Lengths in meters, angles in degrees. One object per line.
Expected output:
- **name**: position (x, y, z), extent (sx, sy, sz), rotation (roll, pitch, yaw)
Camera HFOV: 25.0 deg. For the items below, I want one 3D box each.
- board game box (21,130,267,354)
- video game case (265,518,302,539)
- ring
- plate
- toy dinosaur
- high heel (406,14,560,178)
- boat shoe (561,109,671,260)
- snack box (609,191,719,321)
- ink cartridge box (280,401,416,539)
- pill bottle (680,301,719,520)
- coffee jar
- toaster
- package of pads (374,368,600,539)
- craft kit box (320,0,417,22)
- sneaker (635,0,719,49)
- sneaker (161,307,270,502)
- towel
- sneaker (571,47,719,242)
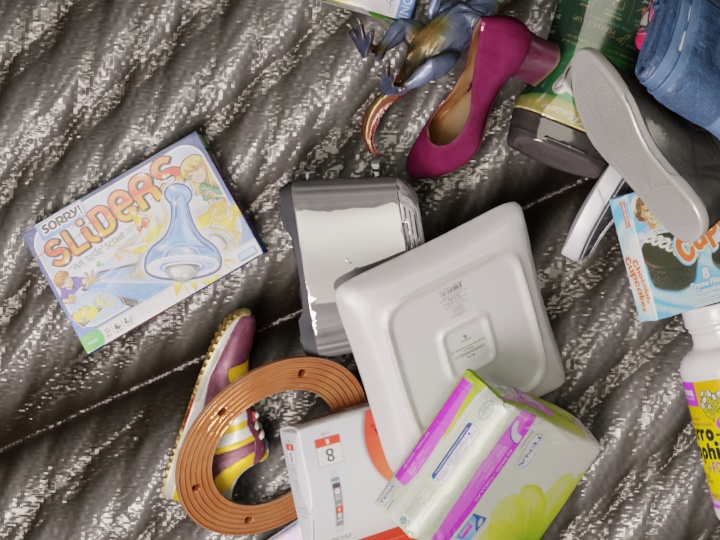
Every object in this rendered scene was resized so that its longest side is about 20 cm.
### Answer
- **board game box**: position (-0.208, -0.027, 1.570), extent (0.199, 0.034, 0.136), rotation (-30, 89, 5)
- **video game case**: position (-0.057, 0.325, 1.576), extent (0.199, 0.018, 0.144), rotation (-34, 88, 5)
- **ring**: position (-0.083, 0.162, 1.511), extent (0.201, 0.200, 0.019), rotation (-50, 46, 4)
- **plate**: position (0.092, 0.065, 1.477), extent (0.199, 0.032, 0.201), rotation (-25, 114, -18)
- **toy dinosaur**: position (0.076, -0.231, 1.517), extent (0.181, 0.200, 0.105), rotation (-26, 67, -32)
- **high heel**: position (0.085, -0.160, 1.484), extent (0.200, 0.096, 0.068), rotation (-45, 44, 31)
- **boat shoe**: position (0.263, -0.085, 1.514), extent (0.068, 0.072, 0.201), rotation (34, 87, 4)
- **snack box**: position (0.332, -0.034, 1.485), extent (0.199, 0.037, 0.117), rotation (-16, 91, -20)
- **ink cartridge box**: position (0.021, 0.223, 1.512), extent (0.161, 0.050, 0.201), rotation (-13, 89, -28)
- **pill bottle**: position (0.355, 0.125, 1.492), extent (0.104, 0.104, 0.201), rotation (-14, 90, 5)
- **coffee jar**: position (0.212, -0.190, 1.504), extent (0.104, 0.085, 0.201), rotation (21, 93, -4)
- **toaster**: position (0.000, 0.000, 1.515), extent (0.128, 0.114, 0.202), rotation (-9, 92, 3)
- **package of pads**: position (0.121, 0.181, 1.473), extent (0.068, 0.200, 0.155), rotation (38, 96, 37)
- **craft kit box**: position (-0.018, -0.354, 1.541), extent (0.196, 0.049, 0.201), rotation (17, 93, 2)
- **sneaker**: position (0.326, -0.181, 1.475), extent (0.200, 0.081, 0.075), rotation (38, 84, -22)
- **sneaker**: position (-0.120, 0.137, 1.555), extent (0.090, 0.075, 0.201), rotation (20, 100, -4)
- **towel**: position (0.327, -0.156, 1.390), extent (0.199, 0.048, 0.112), rotation (31, 60, -21)
- **sneaker**: position (0.271, -0.124, 1.440), extent (0.099, 0.071, 0.201), rotation (-26, 73, -28)
